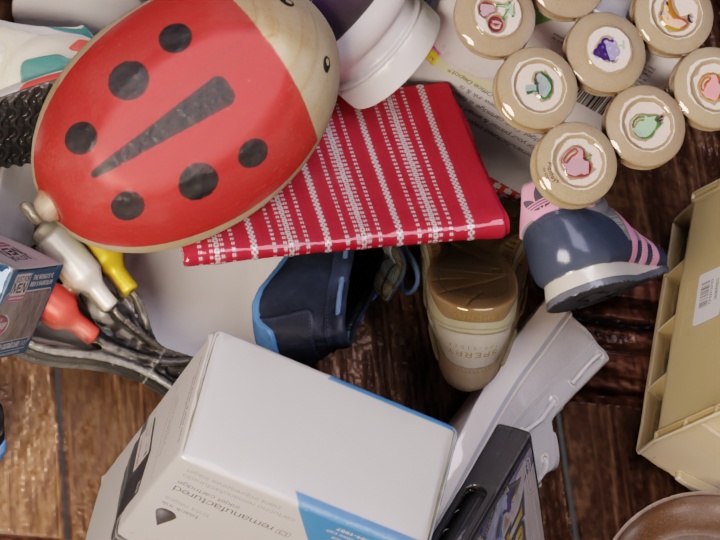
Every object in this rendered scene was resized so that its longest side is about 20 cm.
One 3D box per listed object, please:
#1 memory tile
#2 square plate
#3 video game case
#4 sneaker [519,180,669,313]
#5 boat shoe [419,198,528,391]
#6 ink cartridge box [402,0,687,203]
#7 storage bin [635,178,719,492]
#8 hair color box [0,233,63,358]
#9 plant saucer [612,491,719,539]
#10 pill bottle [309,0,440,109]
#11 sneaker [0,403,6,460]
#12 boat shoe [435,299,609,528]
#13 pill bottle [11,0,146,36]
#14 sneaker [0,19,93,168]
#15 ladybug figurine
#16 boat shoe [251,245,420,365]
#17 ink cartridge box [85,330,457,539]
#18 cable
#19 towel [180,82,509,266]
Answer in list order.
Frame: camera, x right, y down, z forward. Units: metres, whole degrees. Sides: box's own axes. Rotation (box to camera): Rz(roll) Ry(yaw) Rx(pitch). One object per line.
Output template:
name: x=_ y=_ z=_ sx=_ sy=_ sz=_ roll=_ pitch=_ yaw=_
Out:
memory tile: x=0.133 y=-0.151 z=1.686 sx=0.153 sy=0.017 sz=0.200 roll=-28 pitch=87 yaw=-16
square plate: x=-0.129 y=-0.020 z=1.725 sx=0.199 sy=0.028 sz=0.199 roll=17 pitch=56 yaw=-15
video game case: x=0.058 y=0.216 z=1.576 sx=0.025 sy=0.200 sz=0.181 roll=15 pitch=49 yaw=24
sneaker: x=0.142 y=-0.023 z=1.762 sx=0.070 sy=0.200 sz=0.082 roll=-23 pitch=85 yaw=11
boat shoe: x=0.070 y=0.010 z=1.754 sx=0.072 sy=0.065 sz=0.200 roll=4 pitch=23 yaw=2
ink cartridge box: x=0.107 y=-0.135 z=1.797 sx=0.145 sy=0.200 sz=0.084 roll=29 pitch=50 yaw=-7
storage bin: x=0.278 y=0.025 z=1.786 sx=0.094 sy=0.198 sz=0.200 roll=32 pitch=51 yaw=-26
hair color box: x=-0.275 y=-0.018 z=1.577 sx=0.200 sy=0.100 sz=0.061 roll=25 pitch=96 yaw=9
plant saucer: x=0.226 y=0.232 z=1.737 sx=0.200 sy=0.032 sz=0.201 roll=12 pitch=57 yaw=-18
pill bottle: x=-0.047 y=-0.189 z=1.699 sx=0.200 sy=0.112 sz=0.113 roll=41 pitch=50 yaw=-22
sneaker: x=-0.279 y=0.045 z=1.581 sx=0.199 sy=0.083 sz=0.071 roll=32 pitch=58 yaw=-3
boat shoe: x=0.091 y=0.101 z=1.736 sx=0.068 sy=0.072 sz=0.200 roll=37 pitch=44 yaw=-1
pill bottle: x=-0.161 y=-0.232 z=1.778 sx=0.112 sy=0.112 sz=0.200 roll=17 pitch=53 yaw=-15
sneaker: x=-0.244 y=-0.107 z=1.692 sx=0.199 sy=0.070 sz=0.094 roll=-7 pitch=39 yaw=-4
ladybug figurine: x=-0.099 y=-0.087 z=1.615 sx=0.200 sy=0.072 sz=0.136 roll=-38 pitch=95 yaw=-6
boat shoe: x=0.000 y=0.000 z=1.724 sx=0.068 sy=0.084 sz=0.200 roll=-2 pitch=37 yaw=24
ink cartridge box: x=-0.056 y=0.133 z=1.560 sx=0.145 sy=0.200 sz=0.084 roll=22 pitch=57 yaw=-12
cable: x=-0.130 y=0.041 z=1.638 sx=0.200 sy=0.050 sz=0.097 roll=38 pitch=56 yaw=2
towel: x=-0.020 y=-0.057 z=1.710 sx=0.199 sy=0.023 sz=0.145 roll=-6 pitch=40 yaw=-12
